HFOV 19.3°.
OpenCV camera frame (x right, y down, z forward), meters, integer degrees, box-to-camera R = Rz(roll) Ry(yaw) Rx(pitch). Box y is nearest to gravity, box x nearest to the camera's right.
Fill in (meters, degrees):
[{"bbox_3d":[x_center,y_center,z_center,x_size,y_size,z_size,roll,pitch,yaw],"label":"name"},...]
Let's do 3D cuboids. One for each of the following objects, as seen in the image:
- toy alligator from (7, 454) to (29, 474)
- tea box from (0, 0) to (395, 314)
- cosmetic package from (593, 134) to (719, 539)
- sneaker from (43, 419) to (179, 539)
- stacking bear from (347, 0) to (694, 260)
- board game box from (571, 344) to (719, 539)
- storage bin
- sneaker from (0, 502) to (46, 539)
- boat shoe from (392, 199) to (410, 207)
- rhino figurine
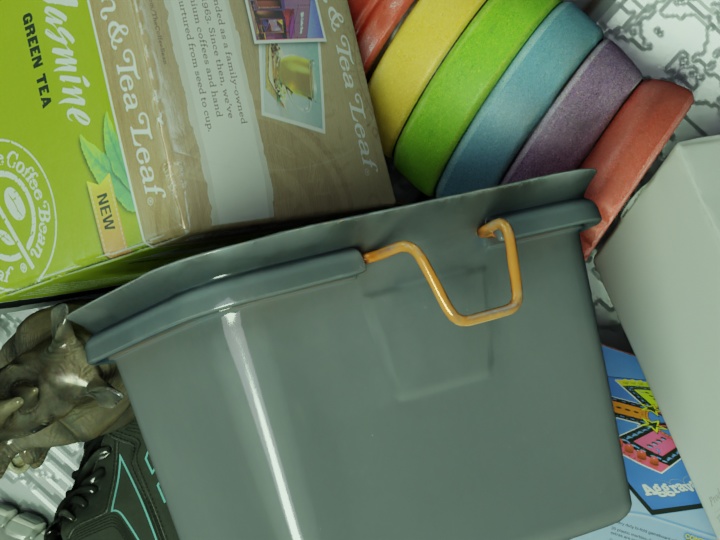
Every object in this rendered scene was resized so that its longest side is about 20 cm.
[{"bbox_3d":[-0.208,0.004,1.017,0.054,0.059,0.202,-5,107,52],"label":"toy alligator"},{"bbox_3d":[-0.115,-0.096,0.888,0.196,0.133,0.202,-17,85,39],"label":"tea box"},{"bbox_3d":[0.179,0.050,0.884,0.073,0.102,0.202,-10,66,-24],"label":"cosmetic package"},{"bbox_3d":[-0.104,0.105,0.961,0.079,0.076,0.202,1,58,-23],"label":"sneaker"},{"bbox_3d":[0.036,-0.089,0.934,0.199,0.122,0.114,35,63,5],"label":"stacking bear"},{"bbox_3d":[0.094,0.078,0.911,0.198,0.019,0.104,18,58,-7],"label":"board game box"},{"bbox_3d":[0.014,0.050,0.796,0.145,0.199,0.136,-23,82,55],"label":"storage bin"},{"bbox_3d":[-0.163,0.167,1.002,0.198,0.116,0.076,11,104,6],"label":"sneaker"},{"bbox_3d":[0.000,0.000,0.961,0.200,0.071,0.064,49,140,1],"label":"boat shoe"},{"bbox_3d":[-0.124,0.044,0.879,0.087,0.200,0.060,-27,89,2],"label":"rhino figurine"}]
